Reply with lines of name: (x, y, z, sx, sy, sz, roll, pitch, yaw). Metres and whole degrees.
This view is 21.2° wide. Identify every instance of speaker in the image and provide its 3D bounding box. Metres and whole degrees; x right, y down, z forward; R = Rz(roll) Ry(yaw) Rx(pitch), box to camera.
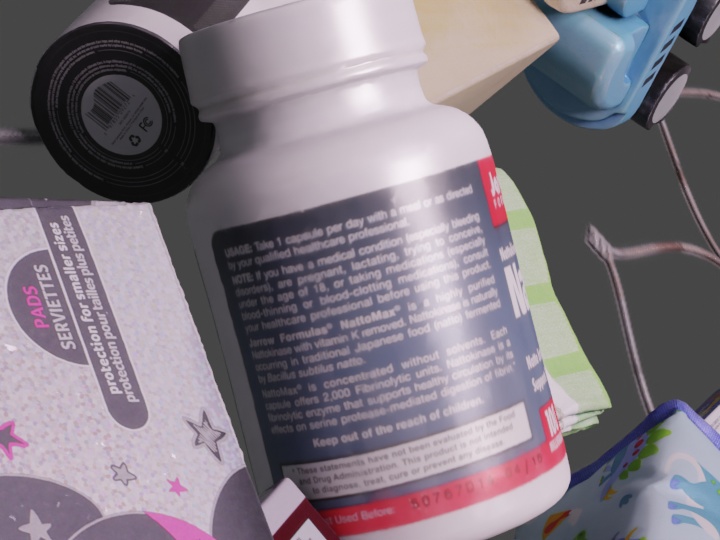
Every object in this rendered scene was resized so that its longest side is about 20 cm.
speaker: (-0.071, -0.107, 0.845, 0.081, 0.081, 0.200, 46, 30, -10)

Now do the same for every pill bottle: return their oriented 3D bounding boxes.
pill bottle: (0.000, 0.000, 0.722, 0.119, 0.119, 0.202, -23, 100, -60)

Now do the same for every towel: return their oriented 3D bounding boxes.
towel: (0.047, 0.016, 0.904, 0.199, 0.031, 0.150, -7, 73, -57)

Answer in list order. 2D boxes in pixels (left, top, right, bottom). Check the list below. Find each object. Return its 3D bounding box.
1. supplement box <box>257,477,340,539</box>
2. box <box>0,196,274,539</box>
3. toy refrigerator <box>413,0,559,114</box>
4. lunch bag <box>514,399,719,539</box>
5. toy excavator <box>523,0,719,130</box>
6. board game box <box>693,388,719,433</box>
supplement box: (0.000, 0.181, 0.646, 0.200, 0.061, 0.109, 50, 30, -1)
box: (-0.101, 0.089, 0.523, 0.131, 0.115, 0.201, 0, 57, -38)
toy refrigerator: (0.025, -0.108, 0.984, 0.070, 0.076, 0.200, 53, 30, 3)
lunch bag: (0.157, 0.184, 0.796, 0.200, 0.127, 0.170, 45, 32, -13)
toy excavator: (0.136, -0.157, 1.092, 0.100, 0.195, 0.200, 37, 36, 17)
board game box: (0.214, 0.135, 1.015, 0.135, 0.045, 0.200, 55, 29, 5)
